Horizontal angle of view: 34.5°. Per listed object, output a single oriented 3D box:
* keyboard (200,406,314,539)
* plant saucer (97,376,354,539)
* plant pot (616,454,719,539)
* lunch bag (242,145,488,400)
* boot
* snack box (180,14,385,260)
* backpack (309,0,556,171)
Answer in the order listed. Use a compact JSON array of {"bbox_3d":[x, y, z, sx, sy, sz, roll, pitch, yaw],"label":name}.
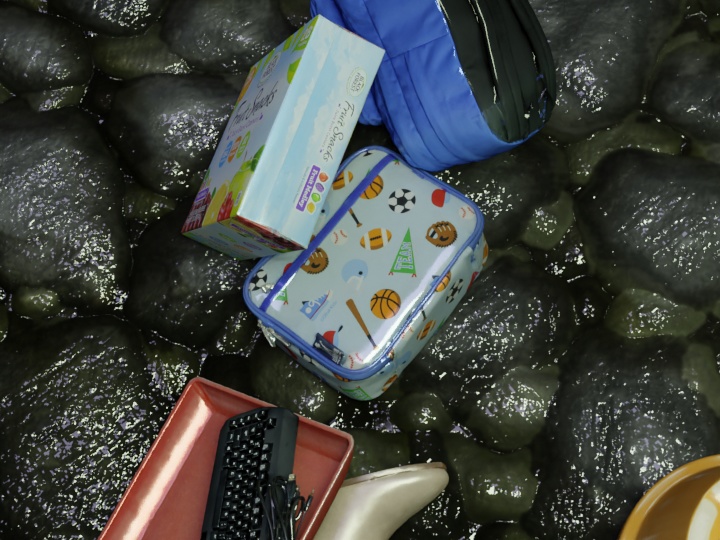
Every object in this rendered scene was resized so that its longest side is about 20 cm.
[{"bbox_3d":[-0.084,0.182,0.830,0.103,0.040,0.201,-17,50,29],"label":"keyboard"},{"bbox_3d":[-0.109,0.197,0.894,0.199,0.037,0.201,13,67,44],"label":"plant saucer"},{"bbox_3d":[0.273,0.210,0.787,0.198,0.184,0.202,-3,66,7],"label":"plant pot"},{"bbox_3d":[0.000,0.000,0.978,0.160,0.076,0.200,35,75,22],"label":"lunch bag"},{"bbox_3d":[-0.013,0.241,0.874,0.199,0.070,0.147,-21,58,14],"label":"boot"},{"bbox_3d":[-0.069,-0.100,0.952,0.067,0.200,0.170,25,80,-19],"label":"snack box"},{"bbox_3d":[0.068,-0.188,0.986,0.162,0.167,0.201,-36,102,-45],"label":"backpack"}]
